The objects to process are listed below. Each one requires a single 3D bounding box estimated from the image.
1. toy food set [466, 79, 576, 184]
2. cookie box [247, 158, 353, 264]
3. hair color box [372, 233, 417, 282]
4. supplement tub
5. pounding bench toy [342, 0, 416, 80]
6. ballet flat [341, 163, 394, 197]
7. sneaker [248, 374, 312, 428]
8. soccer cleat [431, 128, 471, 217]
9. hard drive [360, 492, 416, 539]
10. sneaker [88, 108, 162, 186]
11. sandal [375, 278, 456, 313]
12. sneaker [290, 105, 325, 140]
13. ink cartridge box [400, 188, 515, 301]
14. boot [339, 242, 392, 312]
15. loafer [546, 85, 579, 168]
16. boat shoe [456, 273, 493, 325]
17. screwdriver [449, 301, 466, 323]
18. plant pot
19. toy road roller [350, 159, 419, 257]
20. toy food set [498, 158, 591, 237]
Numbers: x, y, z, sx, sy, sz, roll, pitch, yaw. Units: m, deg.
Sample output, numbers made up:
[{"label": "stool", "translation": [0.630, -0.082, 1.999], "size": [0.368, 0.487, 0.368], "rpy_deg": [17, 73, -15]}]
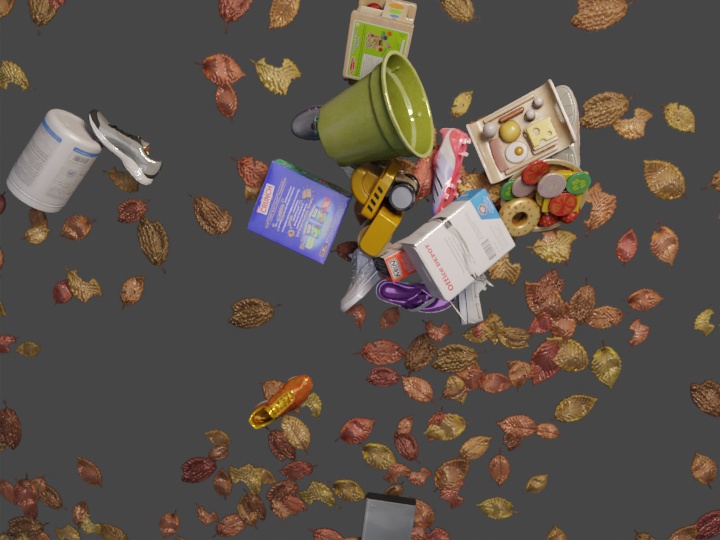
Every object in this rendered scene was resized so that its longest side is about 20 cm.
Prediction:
[{"label": "toy food set", "translation": [0.347, -0.299, 1.149], "size": [0.197, 0.060, 0.146], "rpy_deg": [-25, 87, 19]}, {"label": "cookie box", "translation": [-0.140, -0.139, 1.234], "size": [0.197, 0.075, 0.174], "rpy_deg": [25, 104, -3]}, {"label": "hair color box", "translation": [0.132, -0.047, 1.196], "size": [0.197, 0.101, 0.062], "rpy_deg": [-25, 103, -12]}, {"label": "supplement tub", "translation": [-0.699, -0.251, 1.213], "size": [0.132, 0.132, 0.200], "rpy_deg": [41, 102, -7]}, {"label": "pounding bench toy", "translation": [0.036, -0.453, 1.119], "size": [0.121, 0.158, 0.203], "rpy_deg": [12, 132, -1]}, {"label": "ballet flat", "translation": [0.021, -0.209, 1.216], "size": [0.197, 0.072, 0.073], "rpy_deg": [29, 104, -4]}, {"label": "sneaker", "translation": [-0.200, 0.343, 1.356], "size": [0.199, 0.077, 0.073], "rpy_deg": [-40, 97, 10]}, {"label": "soccer cleat", "translation": [0.192, -0.222, 1.210], "size": [0.076, 0.066, 0.204], "rpy_deg": [26, 112, 29]}, {"label": "hard drive", "translation": [0.073, 0.715, 1.452], "size": [0.136, 0.033, 0.205], "rpy_deg": [7, 104, 2]}, {"label": "sneaker", "translation": [-0.544, -0.295, 1.229], "size": [0.079, 0.074, 0.201], "rpy_deg": [-41, 104, 2]}, {"label": "sandal", "translation": [0.133, 0.065, 1.281], "size": [0.198, 0.050, 0.084], "rpy_deg": [4, 104, 2]}, {"label": "sneaker", "translation": [-0.064, -0.334, 1.176], "size": [0.195, 0.088, 0.076], "rpy_deg": [-7, 103, 5]}, {"label": "ink cartridge box", "translation": [0.205, -0.055, 1.120], "size": [0.199, 0.084, 0.146], "rpy_deg": [-37, 105, -12]}, {"label": "boot", "translation": [0.000, 0.000, 1.270], "size": [0.096, 0.074, 0.200], "rpy_deg": [44, 94, -2]}, {"label": "loafer", "translation": [0.455, -0.304, 1.176], "size": [0.071, 0.062, 0.205], "rpy_deg": [-1, 103, 38]}, {"label": "boat shoe", "translation": [0.271, 0.032, 1.253], "size": [0.084, 0.075, 0.207], "rpy_deg": [-6, 106, 5]}, {"label": "screwdriver", "translation": [0.193, 0.043, 1.256], "size": [0.201, 0.028, 0.029], "rpy_deg": [51, 142, 11]}, {"label": "plant pot", "translation": [0.021, -0.294, 1.039], "size": [0.181, 0.200, 0.204], "rpy_deg": [-13, 104, 31]}, {"label": "toy road roller", "translation": [0.032, -0.147, 1.146], "size": [0.144, 0.123, 0.202], "rpy_deg": [31, 113, -1]}, {"label": "toy food set", "translation": [0.404, -0.160, 1.171], "size": [0.195, 0.049, 0.201], "rpy_deg": [0, 133, 5]}]
